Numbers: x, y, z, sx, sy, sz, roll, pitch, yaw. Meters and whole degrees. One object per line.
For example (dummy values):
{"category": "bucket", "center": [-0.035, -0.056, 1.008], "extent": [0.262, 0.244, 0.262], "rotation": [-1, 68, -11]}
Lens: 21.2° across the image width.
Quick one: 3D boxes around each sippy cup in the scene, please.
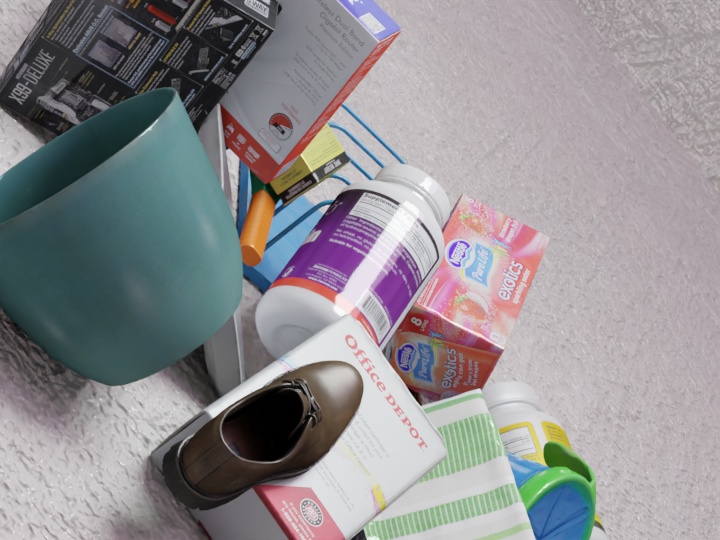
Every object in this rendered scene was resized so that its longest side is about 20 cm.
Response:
{"category": "sippy cup", "center": [0.121, 0.219, 1.736], "extent": [0.130, 0.140, 0.178], "rotation": [28, 11, 39]}

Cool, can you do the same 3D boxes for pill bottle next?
{"category": "pill bottle", "center": [0.000, 0.000, 1.687], "extent": [0.112, 0.112, 0.200], "rotation": [47, 54, -16]}
{"category": "pill bottle", "center": [0.161, 0.211, 1.874], "extent": [0.112, 0.112, 0.200], "rotation": [31, 31, -44]}

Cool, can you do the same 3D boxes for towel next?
{"category": "towel", "center": [0.061, 0.198, 1.657], "extent": [0.023, 0.152, 0.200], "rotation": [73, 1, -47]}

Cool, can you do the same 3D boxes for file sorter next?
{"category": "file sorter", "center": [-0.029, -0.052, 1.870], "extent": [0.139, 0.123, 0.200], "rotation": [41, 25, -26]}

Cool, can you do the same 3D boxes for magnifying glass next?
{"category": "magnifying glass", "center": [-0.085, -0.076, 1.745], "extent": [0.080, 0.022, 0.200], "rotation": [53, 27, -30]}

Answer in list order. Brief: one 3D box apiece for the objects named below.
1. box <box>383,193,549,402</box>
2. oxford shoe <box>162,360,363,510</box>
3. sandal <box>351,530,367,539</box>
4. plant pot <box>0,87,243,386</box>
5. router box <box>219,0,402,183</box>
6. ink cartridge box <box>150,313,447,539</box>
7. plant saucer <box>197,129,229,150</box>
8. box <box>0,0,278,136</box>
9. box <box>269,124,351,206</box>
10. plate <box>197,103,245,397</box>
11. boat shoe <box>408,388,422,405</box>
{"category": "box", "center": [0.098, 0.029, 1.821], "extent": [0.102, 0.095, 0.200], "rotation": [27, 37, 2]}
{"category": "oxford shoe", "center": [-0.050, 0.111, 1.413], "extent": [0.073, 0.084, 0.200], "rotation": [54, 40, 4]}
{"category": "sandal", "center": [-0.043, 0.179, 1.610], "extent": [0.075, 0.048, 0.201], "rotation": [11, 60, -55]}
{"category": "plant pot", "center": [-0.181, -0.013, 1.424], "extent": [0.161, 0.200, 0.201], "rotation": [59, 19, -18]}
{"category": "router box", "center": [-0.093, -0.208, 1.642], "extent": [0.200, 0.180, 0.049], "rotation": [45, 33, 6]}
{"category": "ink cartridge box", "center": [-0.044, 0.145, 1.521], "extent": [0.146, 0.083, 0.200], "rotation": [54, 40, 3]}
{"category": "plant saucer", "center": [-0.167, -0.201, 1.762], "extent": [0.200, 0.027, 0.201], "rotation": [10, 76, -42]}
{"category": "box", "center": [-0.187, -0.182, 1.599], "extent": [0.157, 0.200, 0.050], "rotation": [29, 34, -19]}
{"category": "box", "center": [-0.092, -0.161, 1.732], "extent": [0.200, 0.050, 0.075], "rotation": [57, 32, -4]}
{"category": "plate", "center": [-0.121, -0.006, 1.620], "extent": [0.200, 0.032, 0.201], "rotation": [-96, -178, -51]}
{"category": "boat shoe", "center": [0.032, 0.099, 1.836], "extent": [0.074, 0.069, 0.200], "rotation": [39, 26, -31]}
